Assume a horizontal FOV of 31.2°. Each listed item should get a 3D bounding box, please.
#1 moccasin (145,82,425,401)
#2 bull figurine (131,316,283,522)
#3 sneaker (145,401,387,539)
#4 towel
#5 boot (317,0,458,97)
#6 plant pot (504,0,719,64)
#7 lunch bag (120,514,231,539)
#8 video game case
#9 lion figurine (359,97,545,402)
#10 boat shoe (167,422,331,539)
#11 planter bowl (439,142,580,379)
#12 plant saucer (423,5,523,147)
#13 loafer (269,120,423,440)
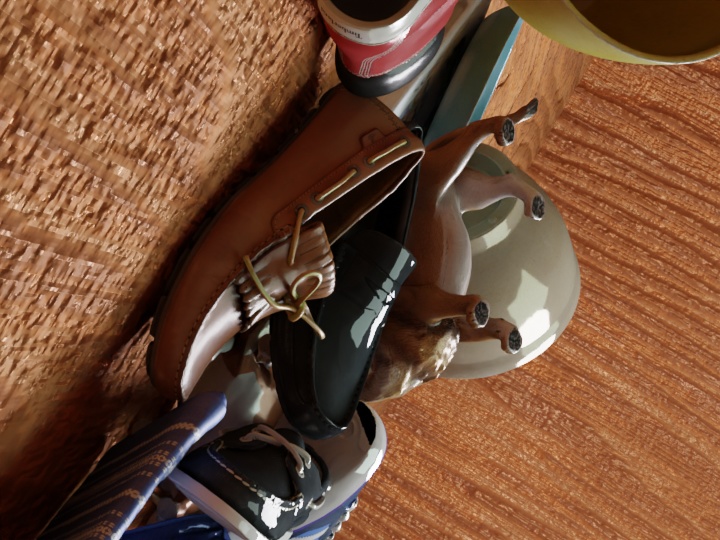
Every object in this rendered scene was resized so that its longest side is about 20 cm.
[{"bbox_3d":[-0.037,-0.009,0.681,0.202,0.077,0.074,-49,169,-30],"label":"moccasin"},{"bbox_3d":[-0.077,0.069,0.803,0.201,0.065,0.121,-62,169,6],"label":"bull figurine"},{"bbox_3d":[-0.038,0.168,0.889,0.199,0.081,0.146,-35,142,16],"label":"sneaker"},{"bbox_3d":[-0.146,0.147,0.623,0.145,0.024,0.200,-34,-164,53],"label":"towel"},{"bbox_3d":[0.052,-0.182,0.660,0.200,0.072,0.144,-51,172,-4],"label":"boot"},{"bbox_3d":[0.153,-0.223,0.819,0.201,0.199,0.142,-57,-161,-12],"label":"plant pot"},{"bbox_3d":[-0.129,0.257,0.756,0.135,0.133,0.201,-9,140,-32],"label":"lunch bag"},{"bbox_3d":[0.035,-0.112,0.981,0.183,0.024,0.201,-55,171,-31],"label":"video game case"},{"bbox_3d":[0.046,-0.012,0.808,0.072,0.122,0.202,29,71,-41],"label":"lion figurine"},{"bbox_3d":[-0.055,0.112,0.712,0.060,0.075,0.200,-50,175,-7],"label":"boat shoe"},{"bbox_3d":[0.088,-0.026,1.131,0.201,0.199,0.135,-55,148,-27],"label":"planter bowl"},{"bbox_3d":[0.075,-0.115,0.990,0.200,0.027,0.202,25,89,-85],"label":"plant saucer"},{"bbox_3d":[-0.004,-0.002,0.744,0.068,0.070,0.203,40,51,-46],"label":"loafer"}]
